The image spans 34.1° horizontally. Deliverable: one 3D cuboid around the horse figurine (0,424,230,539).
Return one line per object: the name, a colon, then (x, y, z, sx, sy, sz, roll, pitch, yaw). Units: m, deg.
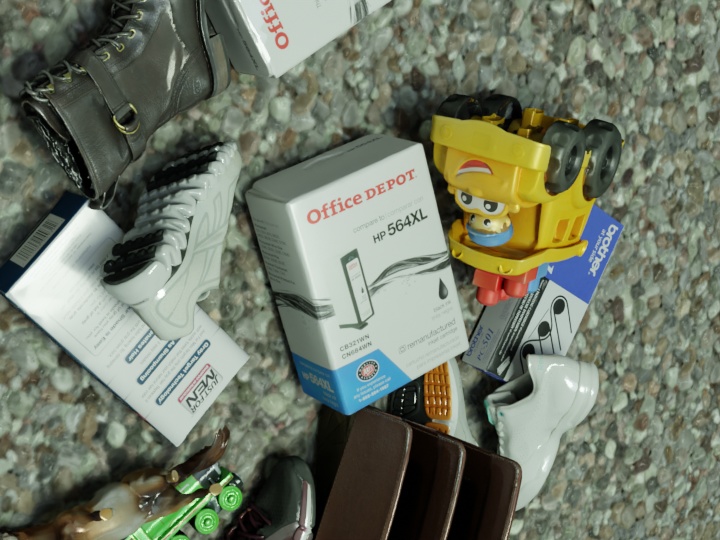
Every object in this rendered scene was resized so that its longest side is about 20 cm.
horse figurine: (-0.194, 0.193, 0.960, 0.198, 0.132, 0.051, -25, 91, -31)

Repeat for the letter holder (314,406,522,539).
letter holder: (0.042, 0.240, 1.019, 0.100, 0.141, 0.203, 22, 84, -37)

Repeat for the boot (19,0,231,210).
boot: (-0.188, -0.170, 0.885, 0.174, 0.068, 0.202, -44, 123, -36)

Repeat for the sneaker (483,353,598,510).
sneaker: (0.158, 0.157, 1.174, 0.087, 0.076, 0.202, 16, 124, -10)

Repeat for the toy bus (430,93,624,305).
toy bus: (0.138, -0.056, 1.075, 0.199, 0.134, 0.195, -10, 117, -58)

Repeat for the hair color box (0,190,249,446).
hair color box: (-0.194, 0.041, 0.959, 0.100, 0.060, 0.200, -50, 120, -14)

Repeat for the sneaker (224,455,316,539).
sneaker: (-0.116, 0.259, 1.049, 0.114, 0.075, 0.204, 14, 94, -29)

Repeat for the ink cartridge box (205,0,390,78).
ink cartridge box: (-0.043, -0.274, 0.967, 0.199, 0.084, 0.148, -36, 116, -19)

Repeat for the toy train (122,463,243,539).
toy train: (-0.185, 0.240, 1.023, 0.200, 0.042, 0.057, -44, 108, -16)

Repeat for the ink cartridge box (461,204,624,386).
ink cartridge box: (0.187, 0.022, 1.196, 0.093, 0.044, 0.203, 28, 85, -34)

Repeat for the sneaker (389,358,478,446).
sneaker: (0.084, 0.172, 1.162, 0.091, 0.075, 0.204, -12, 105, -51)

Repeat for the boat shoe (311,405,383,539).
boat shoe: (-0.008, 0.226, 1.106, 0.064, 0.073, 0.204, 2, 100, -26)

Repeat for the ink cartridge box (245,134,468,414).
ink cartridge box: (0.000, 0.000, 1.045, 0.144, 0.084, 0.203, -26, 113, -25)

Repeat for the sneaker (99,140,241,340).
sneaker: (-0.138, -0.028, 0.933, 0.082, 0.074, 0.202, 57, 35, -30)
